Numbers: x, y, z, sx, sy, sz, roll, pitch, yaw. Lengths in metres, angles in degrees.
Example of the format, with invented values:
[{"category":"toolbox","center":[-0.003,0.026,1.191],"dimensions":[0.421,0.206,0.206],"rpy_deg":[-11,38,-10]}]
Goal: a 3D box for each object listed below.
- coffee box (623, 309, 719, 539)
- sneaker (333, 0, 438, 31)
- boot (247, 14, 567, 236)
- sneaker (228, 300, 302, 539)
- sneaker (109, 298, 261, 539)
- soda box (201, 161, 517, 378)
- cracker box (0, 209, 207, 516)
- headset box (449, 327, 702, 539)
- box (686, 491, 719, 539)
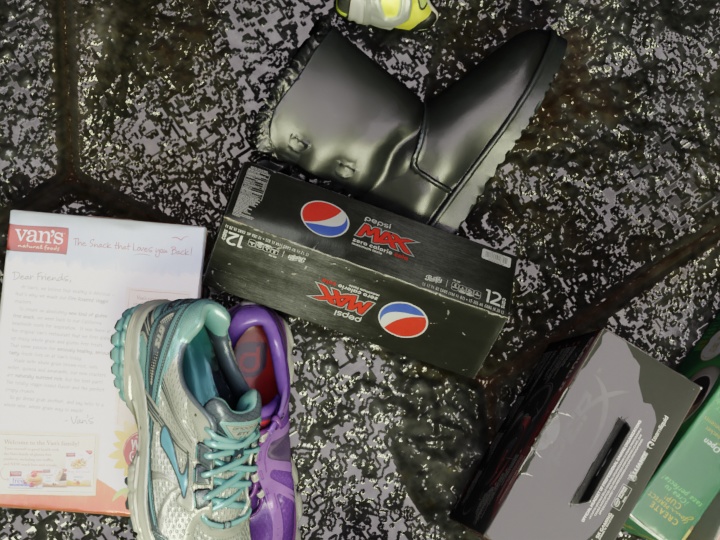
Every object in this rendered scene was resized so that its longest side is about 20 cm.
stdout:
[{"category":"coffee box","center":[0.238,0.093,1.049],"dimensions":[0.044,0.123,0.200],"rpy_deg":[38,82,-2]},{"category":"sneaker","center":[0.045,-0.265,1.102],"dimensions":[0.076,0.075,0.200],"rpy_deg":[19,94,-9]},{"category":"boot","center":[0.029,-0.119,1.077],"dimensions":[0.162,0.073,0.198],"rpy_deg":[33,91,-4]},{"category":"sneaker","center":[-0.080,0.119,1.045],"dimensions":[0.081,0.083,0.200],"rpy_deg":[-2,85,-4]},{"category":"sneaker","center":[-0.100,0.112,0.975],"dimensions":[0.078,0.086,0.200],"rpy_deg":[-11,86,-49]},{"category":"soda box","center":[0.000,0.000,1.044],"dimensions":[0.200,0.071,0.063],"rpy_deg":[20,44,-4]},{"category":"cracker box","center":[-0.179,0.064,1.057],"dimensions":[0.134,0.058,0.200],"rpy_deg":[6,85,-4]},{"category":"headset box","center":[0.134,0.121,0.999],"dimensions":[0.075,0.200,0.149],"rpy_deg":[31,83,0]},{"category":"box","center":[0.288,0.216,1.046],"dimensions":[0.152,0.106,0.200],"rpy_deg":[26,84,-1]}]
